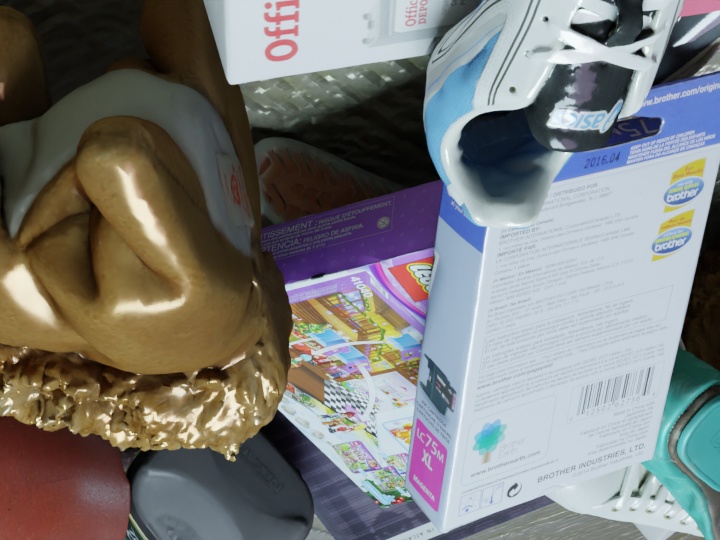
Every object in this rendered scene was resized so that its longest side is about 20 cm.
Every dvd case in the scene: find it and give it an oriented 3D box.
[{"bbox_3d":[0.012,0.076,0.903,0.148,0.016,0.200,-26,115,22],"label":"dvd case"}]

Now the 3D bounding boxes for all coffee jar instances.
[{"bbox_3d":[-0.091,0.141,0.947,0.085,0.104,0.200,-44,179,-18],"label":"coffee jar"}]

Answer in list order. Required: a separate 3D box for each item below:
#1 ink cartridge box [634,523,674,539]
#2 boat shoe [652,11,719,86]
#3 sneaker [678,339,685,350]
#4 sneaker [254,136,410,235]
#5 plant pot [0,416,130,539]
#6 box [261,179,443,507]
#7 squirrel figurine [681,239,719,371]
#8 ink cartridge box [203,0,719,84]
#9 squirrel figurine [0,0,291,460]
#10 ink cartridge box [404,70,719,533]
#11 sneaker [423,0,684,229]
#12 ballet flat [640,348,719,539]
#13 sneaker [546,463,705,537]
[{"bbox_3d":[0.238,0.114,1.111,0.116,0.068,0.200,-31,162,-25],"label":"ink cartridge box"},{"bbox_3d":[0.121,-0.108,0.670,0.062,0.071,0.200,9,141,-43],"label":"boat shoe"},{"bbox_3d":[0.106,-0.005,0.808,0.077,0.092,0.200,-18,141,23],"label":"sneaker"},{"bbox_3d":[0.000,0.000,0.806,0.200,0.072,0.080,28,142,-32],"label":"sneaker"},{"bbox_3d":[-0.226,0.110,0.798,0.200,0.202,0.195,-23,160,17],"label":"plant pot"},{"bbox_3d":[0.025,0.042,0.766,0.136,0.039,0.200,-13,141,25],"label":"box"},{"bbox_3d":[0.262,0.011,0.880,0.199,0.187,0.142,10,158,32],"label":"squirrel figurine"},{"bbox_3d":[0.042,-0.145,0.535,0.199,0.083,0.147,-10,153,-8],"label":"ink cartridge box"},{"bbox_3d":[-0.131,0.004,0.625,0.186,0.142,0.201,-13,128,11],"label":"squirrel figurine"},{"bbox_3d":[0.085,0.009,0.678,0.119,0.042,0.201,-14,130,-28],"label":"ink cartridge box"},{"bbox_3d":[0.074,-0.085,0.496,0.072,0.073,0.200,-3,149,-21],"label":"sneaker"},{"bbox_3d":[0.179,0.093,0.828,0.067,0.070,0.200,-45,138,-2],"label":"ballet flat"},{"bbox_3d":[0.181,0.111,0.903,0.199,0.073,0.084,9,-169,-46],"label":"sneaker"}]
